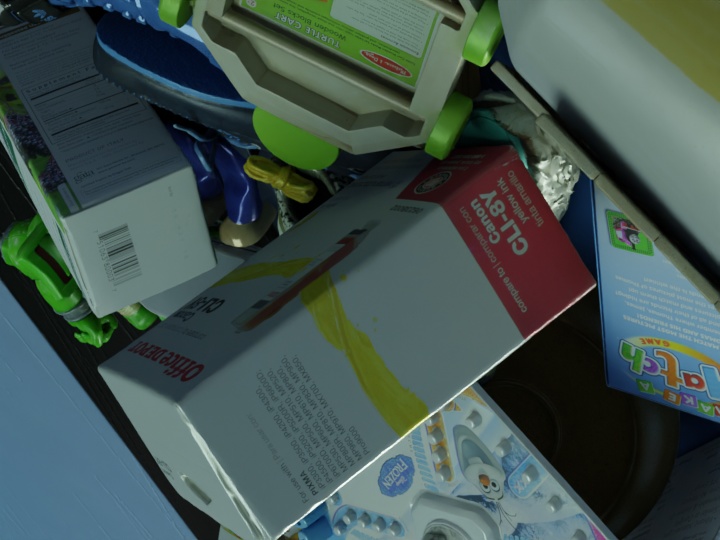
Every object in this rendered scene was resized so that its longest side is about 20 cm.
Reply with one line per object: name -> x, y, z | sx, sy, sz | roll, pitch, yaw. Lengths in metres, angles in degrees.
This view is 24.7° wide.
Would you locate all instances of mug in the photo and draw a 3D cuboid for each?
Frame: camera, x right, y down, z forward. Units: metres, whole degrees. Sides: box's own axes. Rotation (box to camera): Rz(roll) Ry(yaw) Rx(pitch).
mug -> 0.150, -0.108, 0.658 | 0.153, 0.187, 0.149 | 39, -164, 11

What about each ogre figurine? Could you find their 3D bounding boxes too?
ogre figurine -> -0.178, -0.009, 1.166 | 0.120, 0.098, 0.200 | 38, 162, -26

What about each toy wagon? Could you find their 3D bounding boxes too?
toy wagon -> -0.018, -0.108, 0.766 | 0.155, 0.040, 0.200 | 27, 145, 5

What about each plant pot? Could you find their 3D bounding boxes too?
plant pot -> 0.088, 0.092, 0.973 | 0.200, 0.027, 0.200 | 4, 107, 12

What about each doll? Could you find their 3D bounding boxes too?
doll -> -0.101, -0.107, 0.985 | 0.136, 0.048, 0.200 | 21, 143, 37

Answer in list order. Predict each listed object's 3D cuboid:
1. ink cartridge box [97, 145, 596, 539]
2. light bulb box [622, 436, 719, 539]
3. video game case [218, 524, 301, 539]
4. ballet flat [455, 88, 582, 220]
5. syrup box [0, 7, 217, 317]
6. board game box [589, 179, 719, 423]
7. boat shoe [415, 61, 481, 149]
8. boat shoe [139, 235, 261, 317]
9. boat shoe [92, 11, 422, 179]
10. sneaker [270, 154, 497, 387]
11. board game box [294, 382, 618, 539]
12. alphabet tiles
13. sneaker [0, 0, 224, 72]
ink cartridge box -> -0.011, 0.028, 0.791 | 0.083, 0.200, 0.145 | 57, 163, -16
light bulb box -> 0.207, 0.215, 0.979 | 0.125, 0.200, 0.198 | 37, 152, -3
video game case -> -0.020, 0.146, 1.019 | 0.143, 0.018, 0.200 | 31, 136, 18
ballet flat -> 0.083, -0.046, 0.855 | 0.072, 0.072, 0.200 | 31, 159, 9
syrup box -> -0.162, -0.072, 0.971 | 0.200, 0.081, 0.079 | 52, 160, 44
board game box -> 0.192, 0.003, 0.827 | 0.151, 0.037, 0.200 | 18, 139, 29
boat shoe -> -0.015, -0.141, 0.830 | 0.200, 0.074, 0.069 | 50, 162, -26
boat shoe -> -0.067, 0.014, 1.084 | 0.200, 0.074, 0.065 | 26, -173, -30
boat shoe -> -0.054, -0.083, 0.899 | 0.200, 0.084, 0.069 | 22, 138, 3
sneaker -> 0.000, 0.000, 0.930 | 0.200, 0.077, 0.089 | 48, 180, 35
board game box -> 0.051, 0.158, 0.913 | 0.200, 0.026, 0.200 | 48, 139, 13
alphabet tiles -> 0.133, -0.015, 0.712 | 0.200, 0.006, 0.166 | 47, -169, 7
sneaker -> -0.131, -0.148, 0.853 | 0.200, 0.111, 0.077 | 49, -168, -2
